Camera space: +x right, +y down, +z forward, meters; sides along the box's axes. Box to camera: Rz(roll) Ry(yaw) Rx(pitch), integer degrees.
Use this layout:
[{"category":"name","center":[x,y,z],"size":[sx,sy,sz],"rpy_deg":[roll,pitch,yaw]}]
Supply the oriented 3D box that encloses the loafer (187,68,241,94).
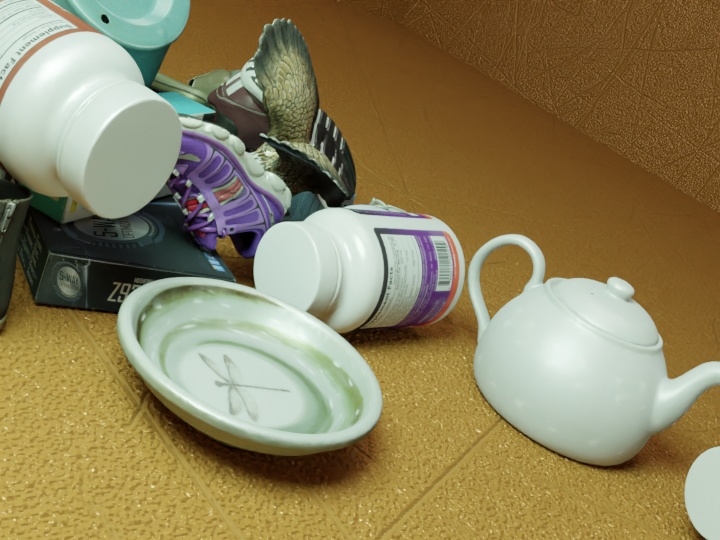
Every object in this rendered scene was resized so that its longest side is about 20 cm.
[{"category":"loafer","center":[-0.193,-0.218,1.148],"size":[0.068,0.077,0.200],"rpy_deg":[5,-4,-17]}]

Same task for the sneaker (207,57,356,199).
[{"category":"sneaker","center":[-0.095,-0.145,1.030],"size":[0.200,0.114,0.076],"rpy_deg":[50,36,-33]}]

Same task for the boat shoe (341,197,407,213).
[{"category":"boat shoe","center":[0.026,-0.048,1.048],"size":[0.200,0.075,0.086],"rpy_deg":[8,26,-43]}]

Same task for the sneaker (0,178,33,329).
[{"category":"sneaker","center":[-0.286,-0.005,0.535],"size":[0.074,0.108,0.199],"rpy_deg":[31,21,18]}]

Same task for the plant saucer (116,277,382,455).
[{"category":"plant saucer","center":[-0.082,0.077,0.653],"size":[0.197,0.051,0.201],"rpy_deg":[22,21,-9]}]

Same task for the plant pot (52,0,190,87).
[{"category":"plant pot","center":[-0.253,-0.221,0.805],"size":[0.198,0.186,0.204],"rpy_deg":[21,60,-41]}]

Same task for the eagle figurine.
[{"category":"eagle figurine","center":[-0.071,-0.116,0.880],"size":[0.151,0.200,0.152],"rpy_deg":[38,52,-3]}]

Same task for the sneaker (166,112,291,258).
[{"category":"sneaker","center":[-0.126,-0.066,0.747],"size":[0.080,0.085,0.200],"rpy_deg":[10,-16,35]}]

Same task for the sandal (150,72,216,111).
[{"category":"sandal","center":[-0.250,-0.229,1.050],"size":[0.198,0.058,0.080],"rpy_deg":[25,-16,1]}]

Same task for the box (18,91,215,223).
[{"category":"box","center":[-0.201,-0.103,0.780],"size":[0.049,0.083,0.200],"rpy_deg":[28,20,11]}]

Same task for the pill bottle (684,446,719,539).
[{"category":"pill bottle","center":[0.375,0.201,0.781],"size":[0.197,0.114,0.113],"rpy_deg":[13,23,-29]}]

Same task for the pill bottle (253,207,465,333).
[{"category":"pill bottle","center":[0.000,0.000,0.845],"size":[0.111,0.113,0.198],"rpy_deg":[38,24,34]}]

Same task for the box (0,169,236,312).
[{"category":"box","center":[-0.214,-0.034,0.780],"size":[0.158,0.044,0.200],"rpy_deg":[10,25,-36]}]

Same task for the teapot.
[{"category":"teapot","center":[0.208,0.071,0.860],"size":[0.197,0.148,0.198],"rpy_deg":[17,21,-17]}]

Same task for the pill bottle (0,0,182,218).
[{"category":"pill bottle","center":[-0.218,-0.121,0.614],"size":[0.199,0.114,0.112],"rpy_deg":[34,22,22]}]

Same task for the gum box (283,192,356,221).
[{"category":"gum box","center":[-0.128,-0.118,1.087],"size":[0.198,0.045,0.169],"rpy_deg":[1,30,-49]}]
